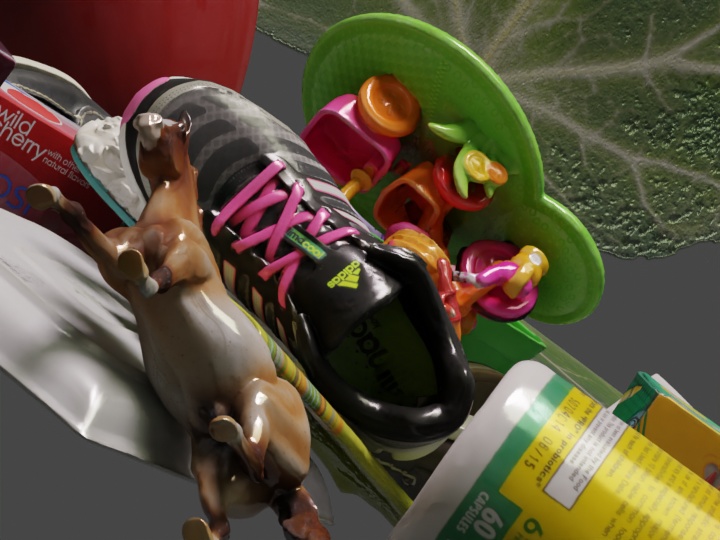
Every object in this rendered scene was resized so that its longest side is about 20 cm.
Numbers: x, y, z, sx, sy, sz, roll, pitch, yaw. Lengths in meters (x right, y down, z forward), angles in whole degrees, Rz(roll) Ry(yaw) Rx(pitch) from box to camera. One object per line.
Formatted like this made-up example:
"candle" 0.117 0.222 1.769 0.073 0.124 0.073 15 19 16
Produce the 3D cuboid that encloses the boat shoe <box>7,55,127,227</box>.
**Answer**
"boat shoe" -0.138 -0.049 1.325 0.068 0.072 0.200 34 0 43

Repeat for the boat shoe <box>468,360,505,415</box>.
"boat shoe" 0.054 0.086 1.423 0.066 0.072 0.201 31 -3 26

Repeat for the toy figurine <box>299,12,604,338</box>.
"toy figurine" 0.000 0.000 1.314 0.200 0.184 0.150 45 -38 0

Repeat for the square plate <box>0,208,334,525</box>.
"square plate" -0.114 0.022 1.057 0.200 0.029 0.198 38 5 30

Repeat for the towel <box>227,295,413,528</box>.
"towel" -0.024 0.061 1.104 0.086 0.018 0.200 40 -7 43

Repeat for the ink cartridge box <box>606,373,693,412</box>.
"ink cartridge box" 0.180 0.135 1.432 0.201 0.067 0.117 55 -1 -19

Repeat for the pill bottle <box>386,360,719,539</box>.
"pill bottle" 0.113 0.135 1.037 0.199 0.113 0.113 36 4 6

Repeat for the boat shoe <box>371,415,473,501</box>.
"boat shoe" 0.054 0.100 1.235 0.200 0.061 0.072 17 4 -1

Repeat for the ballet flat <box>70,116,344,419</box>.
"ballet flat" -0.037 -0.008 1.169 0.200 0.072 0.072 45 4 -4

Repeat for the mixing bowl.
"mixing bowl" -0.142 -0.119 1.523 0.200 0.199 0.109 -6 85 -83

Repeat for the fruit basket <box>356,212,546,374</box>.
"fruit basket" 0.018 -0.034 1.532 0.215 0.216 0.155 32 5 -39

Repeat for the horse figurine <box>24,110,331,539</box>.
"horse figurine" -0.056 0.033 0.954 0.201 0.050 0.132 62 10 6

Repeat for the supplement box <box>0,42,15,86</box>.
"supplement box" -0.201 -0.075 0.877 0.085 0.111 0.200 33 6 -31

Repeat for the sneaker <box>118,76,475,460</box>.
"sneaker" -0.018 -0.002 1.088 0.200 0.074 0.087 51 -13 -10

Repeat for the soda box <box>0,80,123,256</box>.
"soda box" -0.195 -0.069 1.172 0.200 0.064 0.070 33 5 -37

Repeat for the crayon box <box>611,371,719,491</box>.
"crayon box" 0.189 0.157 1.330 0.199 0.119 0.058 35 4 -8
